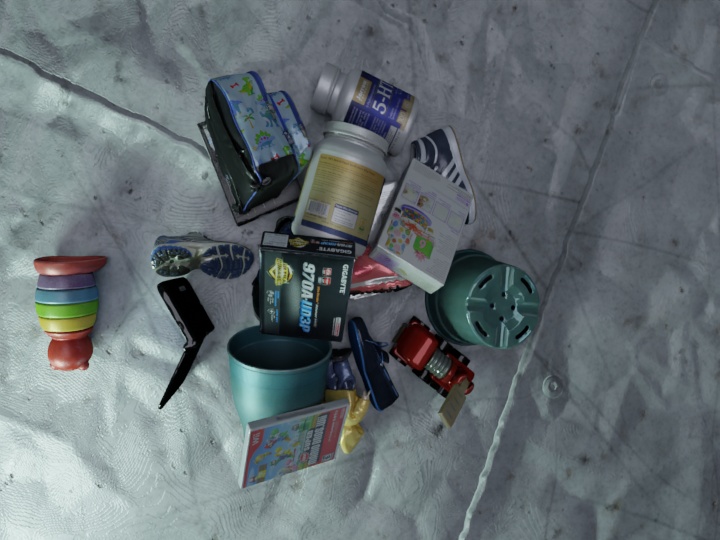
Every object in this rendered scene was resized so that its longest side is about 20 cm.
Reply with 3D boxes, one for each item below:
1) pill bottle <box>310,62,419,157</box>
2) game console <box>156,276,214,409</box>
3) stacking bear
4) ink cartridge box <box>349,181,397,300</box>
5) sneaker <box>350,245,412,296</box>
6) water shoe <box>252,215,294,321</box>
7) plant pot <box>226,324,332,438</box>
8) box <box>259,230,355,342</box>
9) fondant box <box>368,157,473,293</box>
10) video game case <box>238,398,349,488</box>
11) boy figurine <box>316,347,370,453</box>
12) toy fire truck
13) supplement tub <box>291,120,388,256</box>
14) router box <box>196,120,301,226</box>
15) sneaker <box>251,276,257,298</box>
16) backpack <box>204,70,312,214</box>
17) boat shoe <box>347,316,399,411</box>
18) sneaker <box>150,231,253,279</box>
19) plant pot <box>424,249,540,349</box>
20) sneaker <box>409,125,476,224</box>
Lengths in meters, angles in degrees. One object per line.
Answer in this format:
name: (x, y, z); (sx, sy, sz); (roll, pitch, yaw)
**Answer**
pill bottle: (0.006, -0.317, 1.032); (0.194, 0.120, 0.124); (22, 89, -9)
game console: (-0.338, 0.120, 0.957); (0.114, 0.200, 0.180); (-30, 96, -6)
stacking bear: (-0.538, 0.082, 0.978); (0.116, 0.114, 0.209); (0, 97, -8)
ink cartridge box: (0.019, -0.059, 1.062); (0.139, 0.084, 0.208); (-12, 93, -7)
sneaker: (0.000, 0.000, 0.995); (0.192, 0.074, 0.090); (-5, 81, -12)
water shoe: (-0.163, -0.004, 0.985); (0.069, 0.079, 0.207); (14, 86, 8)
plant pot: (-0.154, 0.229, 1.001); (0.192, 0.201, 0.196); (2, 106, -8)
box: (-0.095, 0.033, 0.907); (0.153, 0.047, 0.205); (6, 131, -5)
fondant box: (0.115, -0.084, 0.986); (0.141, 0.058, 0.205); (28, 64, -10)
video game case: (-0.117, 0.307, 0.948); (0.194, 0.017, 0.147); (-6, 123, -33)
boy figurine: (-0.029, 0.264, 1.070); (0.120, 0.064, 0.208); (-10, 96, 27)
toy fire truck: (0.146, 0.198, 1.032); (0.174, 0.200, 0.130); (38, 87, -8)
supplement tub: (-0.032, -0.142, 0.937); (0.140, 0.144, 0.207); (17, 91, -8)
router box: (-0.213, -0.211, 1.038); (0.145, 0.051, 0.206); (-22, 95, -9)
sneaker: (-0.133, 0.079, 1.051); (0.200, 0.073, 0.112); (44, 91, 7)
backpack: (-0.184, -0.235, 0.928); (0.144, 0.182, 0.205); (-27, 90, -27)
boat shoe: (0.027, 0.183, 1.086); (0.067, 0.084, 0.206); (-21, 111, -14)
sneaker: (-0.302, -0.040, 1.020); (0.194, 0.086, 0.079); (4, 122, -30)
plant pot: (0.245, 0.061, 1.044); (0.192, 0.196, 0.209); (0, 91, -8)
sneaker: (0.163, -0.182, 1.085); (0.105, 0.070, 0.207); (-17, 89, -10)
